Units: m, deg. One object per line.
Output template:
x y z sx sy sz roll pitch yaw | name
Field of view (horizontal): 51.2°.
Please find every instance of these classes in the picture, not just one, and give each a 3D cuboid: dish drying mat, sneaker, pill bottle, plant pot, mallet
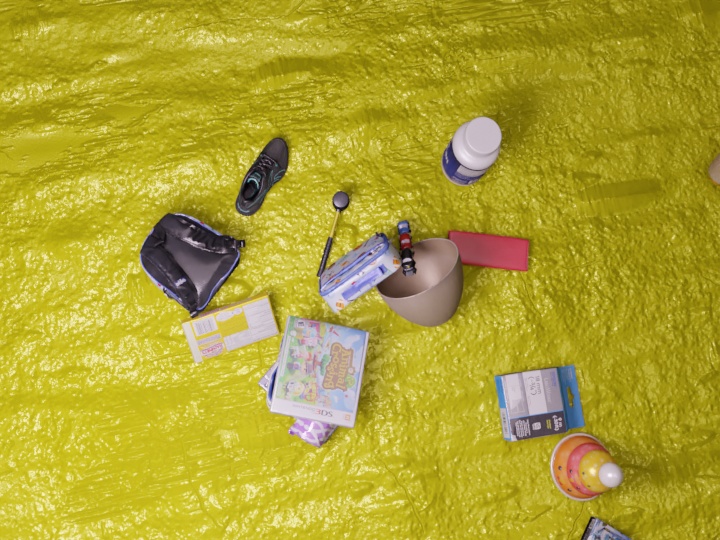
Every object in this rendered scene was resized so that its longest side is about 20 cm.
0.300 -0.046 1.770 0.195 0.018 0.079 7 80 -6 | dish drying mat
-0.150 0.204 1.612 0.074 0.088 0.204 13 76 1 | sneaker
0.255 -0.274 1.711 0.108 0.200 0.114 1 79 -6 | pill bottle
-0.220 -0.218 1.714 0.074 0.079 0.203 25 77 -1 | sneaker
0.148 0.045 1.668 0.199 0.200 0.136 -35 120 -10 | plant pot
-0.066 -0.084 1.713 0.040 0.066 0.204 16 79 -1 | mallet

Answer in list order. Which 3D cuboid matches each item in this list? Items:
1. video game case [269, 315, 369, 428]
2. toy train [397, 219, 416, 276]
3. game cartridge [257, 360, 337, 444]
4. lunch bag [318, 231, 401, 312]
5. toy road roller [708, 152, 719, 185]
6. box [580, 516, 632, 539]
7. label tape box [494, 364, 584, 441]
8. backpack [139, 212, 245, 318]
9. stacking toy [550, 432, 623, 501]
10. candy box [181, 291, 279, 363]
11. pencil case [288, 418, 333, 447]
-0.083 0.210 1.565 0.178 0.022 0.204 12 75 -6 | video game case
0.100 -0.057 1.677 0.033 0.202 0.046 -13 123 7 | toy train
-0.114 0.268 1.665 0.199 0.038 0.130 42 83 2 | game cartridge
0.000 0.000 1.639 0.199 0.161 0.076 -37 104 8 | lunch bag
0.936 -0.311 1.837 0.196 0.123 0.148 -19 68 -9 | toy road roller
0.531 0.672 1.659 0.135 0.040 0.202 30 78 1 | box
0.414 0.296 1.700 0.195 0.063 0.148 -7 82 -7 | label tape box
-0.375 -0.023 1.627 0.189 0.154 0.202 38 71 -6 | backpack
0.506 0.428 1.617 0.143 0.200 0.150 1 79 -6 | stacking toy
-0.284 0.125 1.650 0.196 0.026 0.104 -18 117 -9 | candy box
-0.075 0.277 1.612 0.084 0.084 0.202 22 74 34 | pencil case
